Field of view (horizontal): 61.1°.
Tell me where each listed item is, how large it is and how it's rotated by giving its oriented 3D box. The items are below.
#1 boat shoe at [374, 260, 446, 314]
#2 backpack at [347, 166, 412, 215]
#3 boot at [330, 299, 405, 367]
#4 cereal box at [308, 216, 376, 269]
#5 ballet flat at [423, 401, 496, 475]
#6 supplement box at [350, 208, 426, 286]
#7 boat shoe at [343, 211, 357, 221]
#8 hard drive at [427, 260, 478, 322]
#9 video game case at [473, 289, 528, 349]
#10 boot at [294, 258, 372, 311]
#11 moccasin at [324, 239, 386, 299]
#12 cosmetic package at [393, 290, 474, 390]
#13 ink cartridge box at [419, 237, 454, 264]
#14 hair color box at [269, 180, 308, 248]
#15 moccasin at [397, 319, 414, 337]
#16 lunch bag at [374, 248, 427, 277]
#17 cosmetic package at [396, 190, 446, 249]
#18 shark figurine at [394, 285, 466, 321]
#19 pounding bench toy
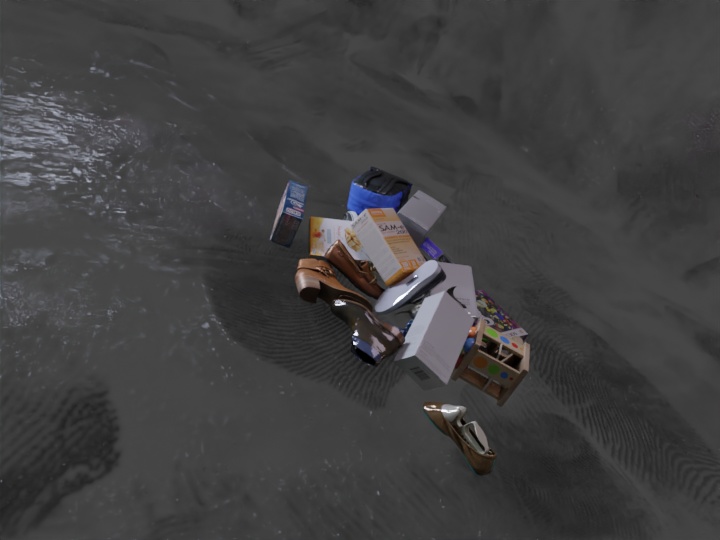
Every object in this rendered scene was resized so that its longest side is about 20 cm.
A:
[{"bbox_3d":[0.130,0.056,1.555,0.068,0.200,0.072,49,5,-35],"label":"boat shoe"},{"bbox_3d":[0.055,-0.216,1.902,0.162,0.168,0.200,19,23,17],"label":"backpack"},{"bbox_3d":[-0.007,0.138,1.381,0.200,0.075,0.097,26,51,24],"label":"boot"},{"bbox_3d":[-0.042,-0.075,1.662,0.199,0.040,0.144,5,49,-11],"label":"cereal box"},{"bbox_3d":[0.213,0.333,1.277,0.068,0.072,0.200,-2,41,-43],"label":"ballet flat"},{"bbox_3d":[0.078,-0.066,1.617,0.126,0.074,0.200,-10,64,-51],"label":"supplement box"},{"bbox_3d":[-0.038,-0.116,1.777,0.056,0.069,0.200,8,33,-13],"label":"boat shoe"},{"bbox_3d":[0.256,0.057,1.717,0.131,0.026,0.200,7,44,-5],"label":"hard drive"},{"bbox_3d":[0.354,0.138,1.735,0.181,0.036,0.200,-5,43,-43],"label":"video game case"},{"bbox_3d":[-0.066,0.037,1.513,0.200,0.074,0.155,23,24,-19],"label":"boot"},{"bbox_3d":[0.000,0.000,1.584,0.201,0.078,0.074,43,5,-5],"label":"moccasin"},{"bbox_3d":[0.172,0.159,1.403,0.113,0.081,0.200,44,51,-15],"label":"cosmetic package"},{"bbox_3d":[0.184,-0.091,1.864,0.198,0.043,0.200,44,6,26],"label":"ink cartridge box"},{"bbox_3d":[-0.195,-0.159,1.679,0.060,0.100,0.200,20,30,-13],"label":"hair color box"},{"bbox_3d":[0.148,0.153,1.492,0.200,0.068,0.080,14,-3,-37],"label":"moccasin"},{"bbox_3d":[0.078,-0.047,1.761,0.176,0.082,0.200,-6,42,-39],"label":"lunch bag"},{"bbox_3d":[0.166,-0.148,1.779,0.107,0.090,0.200,32,31,5],"label":"cosmetic package"},{"bbox_3d":[0.181,0.116,1.593,0.214,0.128,0.090,-18,85,-53],"label":"shark figurine"},{"bbox_3d":[0.320,0.203,1.517,0.156,0.124,0.200,29,29,3],"label":"pounding bench toy"}]
